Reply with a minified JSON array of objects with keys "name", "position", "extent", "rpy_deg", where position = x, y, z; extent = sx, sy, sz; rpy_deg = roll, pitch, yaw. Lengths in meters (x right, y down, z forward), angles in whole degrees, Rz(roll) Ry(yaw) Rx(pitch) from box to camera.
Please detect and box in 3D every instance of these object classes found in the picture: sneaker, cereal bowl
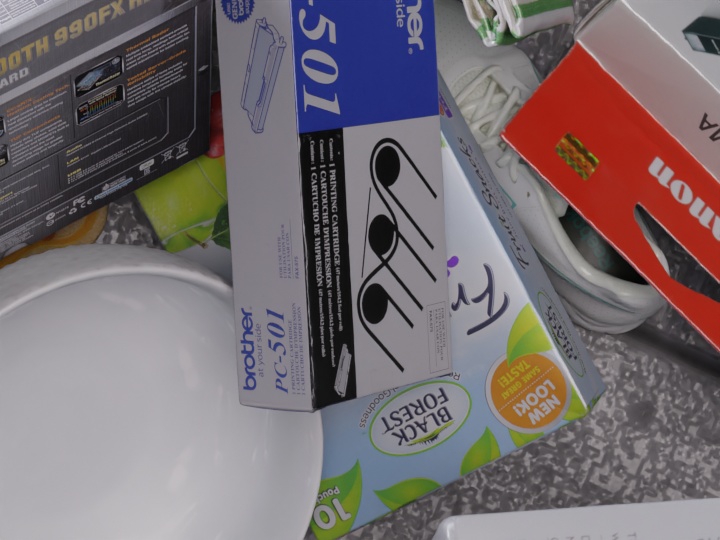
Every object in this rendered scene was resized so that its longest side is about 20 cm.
[{"name":"sneaker","position":[0.075,-0.057,1.101],"extent":[0.070,0.080,0.200],"rpy_deg":[-43,92,-8]},{"name":"cereal bowl","position":[-0.121,0.078,1.022],"extent":[0.199,0.083,0.201],"rpy_deg":[-10,114,-24]}]

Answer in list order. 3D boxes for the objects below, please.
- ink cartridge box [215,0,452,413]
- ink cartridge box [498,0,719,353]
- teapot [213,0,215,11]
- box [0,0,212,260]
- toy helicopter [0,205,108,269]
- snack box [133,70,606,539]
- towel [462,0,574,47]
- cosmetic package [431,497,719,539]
[{"name":"ink cartridge box","position":[-0.011,-0.049,0.986],"extent":[0.094,0.044,0.202],"rpy_deg":[-11,100,-50]},{"name":"ink cartridge box","position":[0.176,-0.049,1.090],"extent":[0.200,0.044,0.174],"rpy_deg":[44,44,-4]},{"name":"teapot","position":[-0.147,-0.171,1.032],"extent":[0.199,0.198,0.147],"rpy_deg":[-16,67,-26]},{"name":"box","position":[-0.153,-0.063,0.957],"extent":[0.199,0.159,0.048],"rpy_deg":[-30,65,-19]},{"name":"toy helicopter","position":[-0.190,0.025,1.052],"extent":[0.199,0.079,0.133],"rpy_deg":[-36,106,-4]},{"name":"snack box","position":[0.000,0.000,1.071],"extent":[0.142,0.053,0.201],"rpy_deg":[-27,91,19]},{"name":"towel","position":[0.043,-0.195,1.024],"extent":[0.023,0.152,0.201],"rpy_deg":[-18,93,18]},{"name":"cosmetic package","position":[0.107,0.202,1.005],"extent":[0.164,0.200,0.166],"rpy_deg":[-3,67,-10]}]
